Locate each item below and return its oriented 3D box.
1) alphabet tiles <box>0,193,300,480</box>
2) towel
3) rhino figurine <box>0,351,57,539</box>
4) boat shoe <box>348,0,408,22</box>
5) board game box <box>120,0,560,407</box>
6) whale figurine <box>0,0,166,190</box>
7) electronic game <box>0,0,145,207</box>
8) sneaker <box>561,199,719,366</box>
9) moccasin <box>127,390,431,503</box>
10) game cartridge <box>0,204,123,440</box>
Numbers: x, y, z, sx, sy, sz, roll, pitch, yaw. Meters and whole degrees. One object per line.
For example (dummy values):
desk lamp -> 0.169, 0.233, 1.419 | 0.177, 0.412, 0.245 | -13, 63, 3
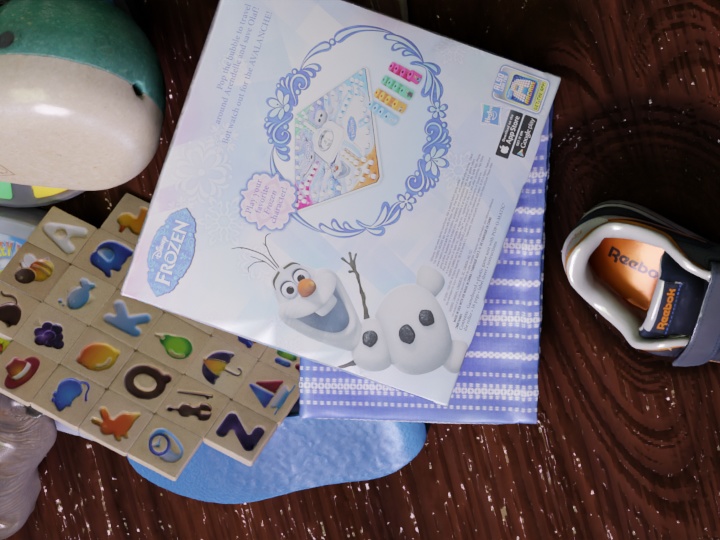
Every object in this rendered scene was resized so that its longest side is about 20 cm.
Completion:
alphabet tiles -> -0.128, 0.038, 1.709 | 0.200, 0.167, 0.006 | 26, 146, 12
towel -> 0.039, -0.011, 1.643 | 0.144, 0.024, 0.201 | 2, 91, -7
rhino figurine -> -0.236, 0.106, 1.773 | 0.087, 0.060, 0.200 | 11, 141, -9
boat shoe -> -0.027, -0.188, 1.645 | 0.076, 0.072, 0.201 | -13, 100, 23
board game box -> -0.012, -0.049, 1.608 | 0.198, 0.043, 0.201 | 19, 91, -7
whale figurine -> -0.207, -0.109, 1.677 | 0.199, 0.159, 0.104 | -5, 65, 35
electronic game -> -0.223, -0.133, 1.740 | 0.199, 0.042, 0.201 | 8, 116, 16
sneaker -> 0.208, 0.022, 1.616 | 0.199, 0.079, 0.079 | 18, 110, 13
moccasin -> -0.047, 0.102, 1.741 | 0.199, 0.068, 0.081 | 1, 113, 21
game cartridge -> -0.217, 0.026, 1.799 | 0.199, 0.040, 0.134 | 15, 106, 16
